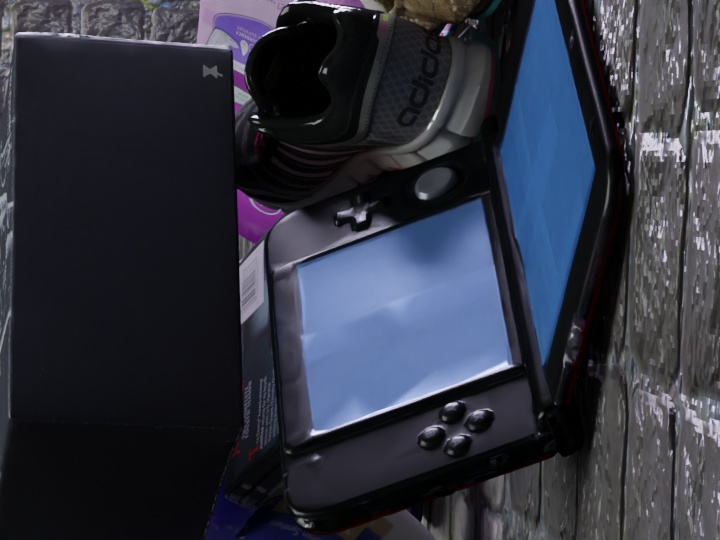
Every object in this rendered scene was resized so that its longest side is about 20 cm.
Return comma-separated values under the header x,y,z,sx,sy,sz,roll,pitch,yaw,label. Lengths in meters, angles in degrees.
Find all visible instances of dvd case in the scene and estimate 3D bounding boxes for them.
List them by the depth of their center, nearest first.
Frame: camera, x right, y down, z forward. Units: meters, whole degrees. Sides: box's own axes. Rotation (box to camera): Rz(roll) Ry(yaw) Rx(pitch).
x,y,z,sx,sy,sz,roll,pitch,yaw,label
0.000,0.000,1.337,0.200,0.022,0.147,-43,33,37,dvd case

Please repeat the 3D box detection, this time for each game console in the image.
x,y,z,sx,sy,sz,roll,pitch,yaw,label
0.027,-0.021,1.144,0.200,0.171,0.119,-97,-16,-54,game console

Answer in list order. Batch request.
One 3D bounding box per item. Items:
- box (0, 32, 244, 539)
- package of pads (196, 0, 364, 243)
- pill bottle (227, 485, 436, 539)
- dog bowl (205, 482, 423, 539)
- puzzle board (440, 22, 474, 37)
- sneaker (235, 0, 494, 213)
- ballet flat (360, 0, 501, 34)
x,y,z,sx,sy,sz,roll,pitch,yaw,label
-0.119,0.024,1.344,0.182,0.103,0.201,111,159,-57,box
-0.034,-0.107,1.649,0.120,0.075,0.201,30,129,33,package of pads
-0.050,0.197,1.320,0.200,0.119,0.120,-46,-21,-33,pill bottle
-0.065,0.093,1.534,0.200,0.199,0.079,-141,51,-82,dog bowl
-0.001,-0.035,1.475,0.201,0.017,0.151,-65,8,2,puzzle board
-0.022,-0.080,1.323,0.200,0.087,0.074,-12,57,59,sneaker
0.027,-0.142,1.332,0.071,0.065,0.200,-62,6,-8,ballet flat
